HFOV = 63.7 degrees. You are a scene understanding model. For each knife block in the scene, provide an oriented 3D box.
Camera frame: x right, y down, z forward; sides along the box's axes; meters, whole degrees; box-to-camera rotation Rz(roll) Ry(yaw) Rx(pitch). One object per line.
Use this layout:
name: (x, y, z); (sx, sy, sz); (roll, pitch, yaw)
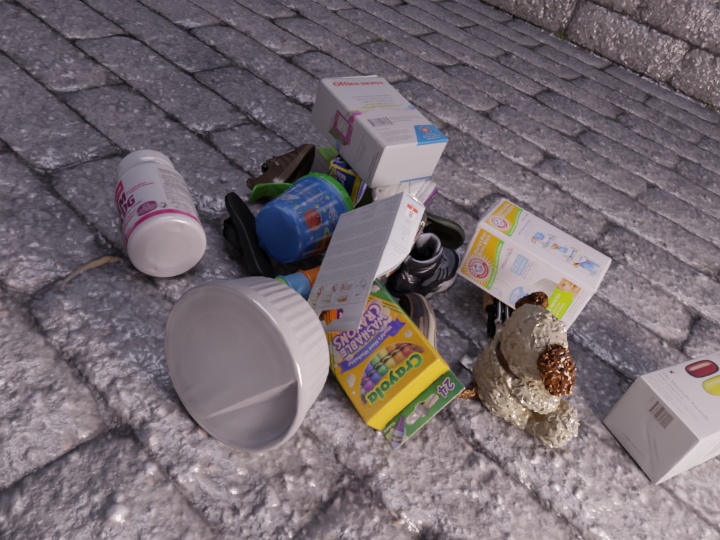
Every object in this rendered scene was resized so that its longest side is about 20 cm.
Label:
knife block: (0.243, 0.033, 1.006); (0.174, 0.064, 0.200); (-16, 50, -36)

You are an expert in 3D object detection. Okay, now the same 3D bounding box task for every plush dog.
plush dog: (0.224, 0.122, 0.804); (0.158, 0.173, 0.201); (6, 40, -13)

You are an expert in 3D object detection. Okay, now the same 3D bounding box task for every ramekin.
ramekin: (-0.127, 0.101, 0.686); (0.201, 0.204, 0.094); (31, 27, 17)

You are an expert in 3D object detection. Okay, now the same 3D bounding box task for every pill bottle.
pill bottle: (-0.318, -0.095, 0.903); (0.112, 0.114, 0.201); (-7, 44, -27)

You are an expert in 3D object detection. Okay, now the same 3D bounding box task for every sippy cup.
sippy cup: (-0.097, -0.077, 0.939); (0.176, 0.141, 0.130); (0, 20, 34)

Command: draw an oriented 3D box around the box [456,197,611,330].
box: (0.271, -0.008, 0.923); (0.199, 0.113, 0.101); (34, 44, 16)

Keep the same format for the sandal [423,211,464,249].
sandal: (0.100, -0.074, 1.074); (0.198, 0.080, 0.058); (14, 52, -6)

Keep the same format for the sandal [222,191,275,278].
sandal: (-0.193, -0.051, 0.940); (0.048, 0.075, 0.202); (-32, 54, 10)

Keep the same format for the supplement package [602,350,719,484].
supplement package: (0.482, 0.209, 0.850); (0.198, 0.110, 0.114); (-8, 45, -29)

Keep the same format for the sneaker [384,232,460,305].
sneaker: (0.121, -0.018, 0.980); (0.075, 0.115, 0.199); (36, 42, 22)

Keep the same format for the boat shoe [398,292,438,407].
boat shoe: (0.070, 0.105, 0.846); (0.072, 0.075, 0.201); (8, 38, -12)

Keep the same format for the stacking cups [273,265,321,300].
stacking cups: (-0.105, 0.025, 0.885); (0.199, 0.061, 0.060); (-22, 52, -41)

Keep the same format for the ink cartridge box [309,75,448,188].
ink cartridge box: (0.027, -0.241, 0.986); (0.143, 0.085, 0.201); (-15, 55, -36)

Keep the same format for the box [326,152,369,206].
box: (0.004, -0.196, 1.047); (0.064, 0.071, 0.200); (25, 41, 8)

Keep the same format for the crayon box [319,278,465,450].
crayon box: (0.028, 0.116, 0.776); (0.200, 0.126, 0.052); (51, 4, 34)

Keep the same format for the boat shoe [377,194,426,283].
boat shoe: (0.034, -0.015, 0.891); (0.063, 0.203, 0.074); (21, 16, -33)

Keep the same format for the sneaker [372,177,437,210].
sneaker: (0.043, -0.097, 1.017); (0.099, 0.075, 0.200); (40, 82, 6)

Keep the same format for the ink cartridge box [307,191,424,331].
ink cartridge box: (0.000, 0.000, 0.805); (0.050, 0.161, 0.202); (28, 68, -29)

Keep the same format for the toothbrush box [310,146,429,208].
toothbrush box: (0.019, -0.173, 1.148); (0.198, 0.087, 0.146); (-11, 49, -29)

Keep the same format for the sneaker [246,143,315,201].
sneaker: (-0.151, -0.205, 1.135); (0.075, 0.071, 0.201); (21, 38, 7)
